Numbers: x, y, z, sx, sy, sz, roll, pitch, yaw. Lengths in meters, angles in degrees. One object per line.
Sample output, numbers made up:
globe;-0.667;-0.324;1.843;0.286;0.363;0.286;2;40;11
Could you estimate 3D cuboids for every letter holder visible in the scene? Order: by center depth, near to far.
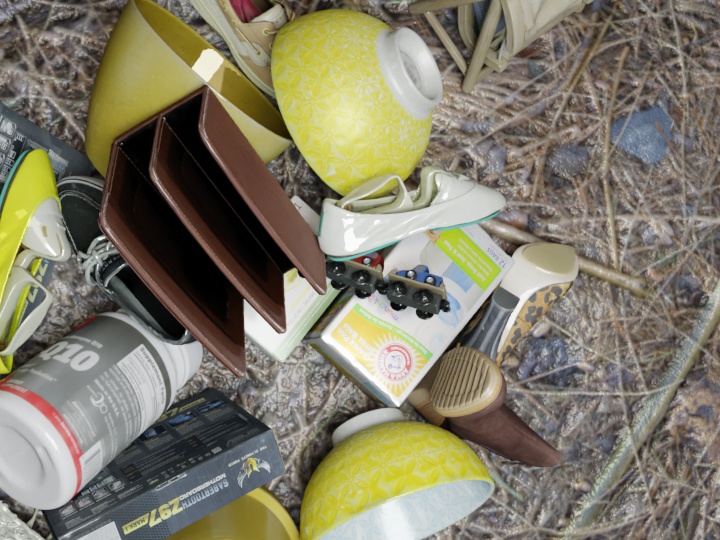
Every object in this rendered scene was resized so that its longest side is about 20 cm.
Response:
letter holder;-0.117;-0.026;0.727;0.100;0.143;0.200;-26;126;13

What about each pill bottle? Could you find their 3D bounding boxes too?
pill bottle;-0.240;0.109;0.773;0.114;0.114;0.200;52;37;-5

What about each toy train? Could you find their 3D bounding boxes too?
toy train;0.000;0.000;0.833;0.199;0.034;0.046;18;58;23

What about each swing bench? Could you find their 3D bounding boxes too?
swing bench;0.184;-0.319;0.916;0.198;0.200;0.130;-38;95;-14

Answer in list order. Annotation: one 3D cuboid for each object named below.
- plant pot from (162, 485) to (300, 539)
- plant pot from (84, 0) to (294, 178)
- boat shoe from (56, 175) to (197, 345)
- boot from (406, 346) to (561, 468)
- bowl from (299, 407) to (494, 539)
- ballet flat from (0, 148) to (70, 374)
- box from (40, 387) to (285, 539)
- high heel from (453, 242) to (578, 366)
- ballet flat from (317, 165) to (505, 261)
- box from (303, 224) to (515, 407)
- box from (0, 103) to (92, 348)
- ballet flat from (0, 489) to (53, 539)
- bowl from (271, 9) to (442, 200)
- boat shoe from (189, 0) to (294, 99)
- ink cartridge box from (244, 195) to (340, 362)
plant pot;-0.140;0.294;0.789;0.199;0.189;0.203;1;84;-14
plant pot;-0.183;-0.142;0.829;0.200;0.200;0.142;42;102;-8
boat shoe;-0.215;-0.008;0.764;0.074;0.068;0.200;-41;84;12
boot;0.143;0.148;0.869;0.166;0.200;0.073;31;74;-12
bowl;0.023;0.204;0.858;0.198;0.201;0.108;-13;60;-15
ballet flat;-0.290;-0.004;0.738;0.066;0.067;0.202;18;80;6
box;-0.189;0.186;0.783;0.199;0.157;0.051;-23;109;-26
high heel;0.174;0.048;0.971;0.071;0.143;0.200;38;42;20
ballet flat;0.052;-0.065;0.817;0.198;0.069;0.070;-16;90;-17
box;0.049;0.032;0.903;0.112;0.101;0.200;43;77;-7
box;-0.340;-0.042;0.776;0.051;0.158;0.202;15;81;23
ballet flat;-0.316;0.254;0.813;0.200;0.072;0.072;41;77;-9
bowl;0.016;-0.179;0.849;0.200;0.107;0.202;34;46;-43
boat shoe;-0.103;-0.254;0.898;0.200;0.066;0.074;44;58;-8
ink cartridge box;-0.115;-0.023;0.895;0.200;0.048;0.146;42;78;-10
